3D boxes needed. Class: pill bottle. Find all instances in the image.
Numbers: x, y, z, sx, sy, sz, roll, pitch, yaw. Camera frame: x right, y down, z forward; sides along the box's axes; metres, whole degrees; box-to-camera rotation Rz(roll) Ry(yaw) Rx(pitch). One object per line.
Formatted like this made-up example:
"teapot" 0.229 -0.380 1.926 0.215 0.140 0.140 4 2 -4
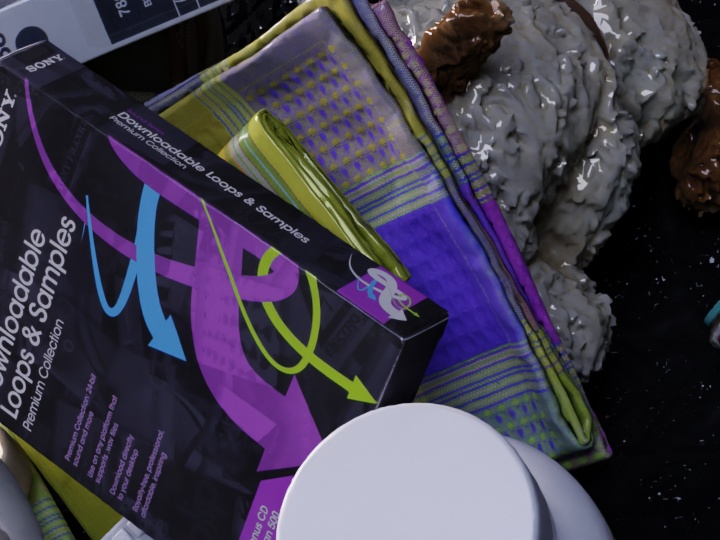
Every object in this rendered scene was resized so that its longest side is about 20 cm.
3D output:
"pill bottle" 0.040 0.125 0.993 0.119 0.200 0.120 -6 64 13

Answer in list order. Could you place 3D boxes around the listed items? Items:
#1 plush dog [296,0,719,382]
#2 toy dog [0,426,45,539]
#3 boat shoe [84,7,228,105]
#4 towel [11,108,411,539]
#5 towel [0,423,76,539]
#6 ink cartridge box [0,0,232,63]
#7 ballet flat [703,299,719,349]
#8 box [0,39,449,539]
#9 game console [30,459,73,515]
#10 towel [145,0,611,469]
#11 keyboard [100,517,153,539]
"plush dog" 0.064 -0.076 1.117 0.200 0.161 0.172 39 45 18
"toy dog" -0.160 0.120 1.047 0.096 0.132 0.200 -41 29 3
"boat shoe" -0.098 -0.047 1.155 0.075 0.074 0.201 -11 62 14
"towel" -0.065 0.029 1.077 0.086 0.018 0.200 52 127 9
"towel" -0.210 0.140 1.148 0.200 0.023 0.144 -37 61 5
"ink cartridge box" -0.105 -0.119 1.109 0.199 0.039 0.100 -24 28 -2
"ballet flat" 0.222 -0.027 1.088 0.200 0.076 0.064 -45 78 -3
"box" -0.074 0.025 1.049 0.200 0.036 0.144 35 123 22
"game console" -0.100 0.009 1.185 0.176 0.031 0.201 0 65 16
"towel" 0.000 0.000 1.064 0.143 0.023 0.201 -22 98 46
"keyboard" -0.041 0.182 1.074 0.056 0.011 0.200 -42 75 -7
